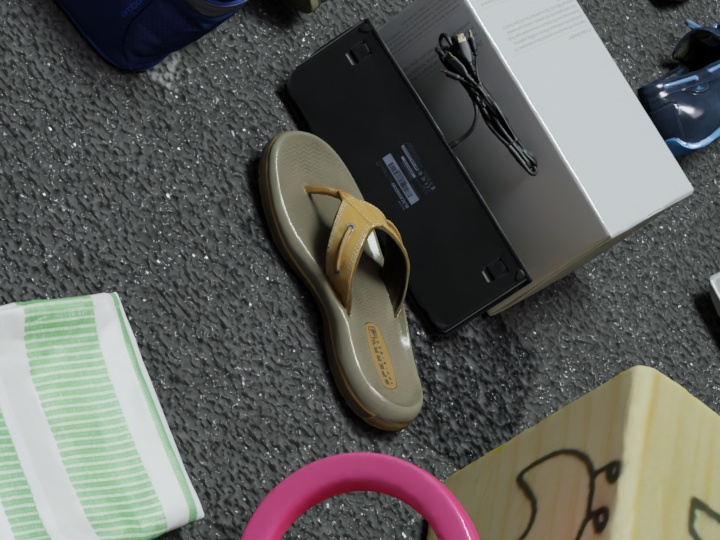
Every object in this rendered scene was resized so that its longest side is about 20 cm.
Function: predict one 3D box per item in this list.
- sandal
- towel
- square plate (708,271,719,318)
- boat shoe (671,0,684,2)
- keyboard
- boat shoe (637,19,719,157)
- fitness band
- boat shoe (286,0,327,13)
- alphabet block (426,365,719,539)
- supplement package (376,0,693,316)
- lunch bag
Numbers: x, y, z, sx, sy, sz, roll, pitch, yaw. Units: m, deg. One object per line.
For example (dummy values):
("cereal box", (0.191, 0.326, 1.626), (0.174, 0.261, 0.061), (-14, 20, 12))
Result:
("sandal", (0.000, 0.000, 1.624), (0.080, 0.054, 0.201), (-2, 65, -46))
("towel", (-0.182, 0.086, 1.407), (0.200, 0.023, 0.153), (-8, 70, -48))
("square plate", (0.348, 0.078, 1.939), (0.198, 0.028, 0.201), (-16, 76, -50))
("boat shoe", (0.280, -0.282, 2.085), (0.076, 0.074, 0.200), (49, 40, -7))
("keyboard", (0.048, -0.072, 1.676), (0.200, 0.127, 0.021), (58, 15, 3))
("boat shoe", (0.272, -0.157, 1.982), (0.069, 0.084, 0.200), (60, 36, -12))
("fitness band", (0.007, 0.196, 1.427), (0.037, 0.143, 0.201), (44, 26, -66))
("boat shoe", (-0.050, -0.262, 1.687), (0.068, 0.075, 0.201), (-34, 122, -21))
("alphabet block", (0.157, 0.212, 1.528), (0.196, 0.195, 0.200), (36, 42, -24))
("supplement package", (0.102, -0.094, 1.740), (0.121, 0.120, 0.200), (-25, 83, -52))
("lunch bag", (-0.131, -0.241, 1.599), (0.200, 0.132, 0.136), (50, 40, -7))
